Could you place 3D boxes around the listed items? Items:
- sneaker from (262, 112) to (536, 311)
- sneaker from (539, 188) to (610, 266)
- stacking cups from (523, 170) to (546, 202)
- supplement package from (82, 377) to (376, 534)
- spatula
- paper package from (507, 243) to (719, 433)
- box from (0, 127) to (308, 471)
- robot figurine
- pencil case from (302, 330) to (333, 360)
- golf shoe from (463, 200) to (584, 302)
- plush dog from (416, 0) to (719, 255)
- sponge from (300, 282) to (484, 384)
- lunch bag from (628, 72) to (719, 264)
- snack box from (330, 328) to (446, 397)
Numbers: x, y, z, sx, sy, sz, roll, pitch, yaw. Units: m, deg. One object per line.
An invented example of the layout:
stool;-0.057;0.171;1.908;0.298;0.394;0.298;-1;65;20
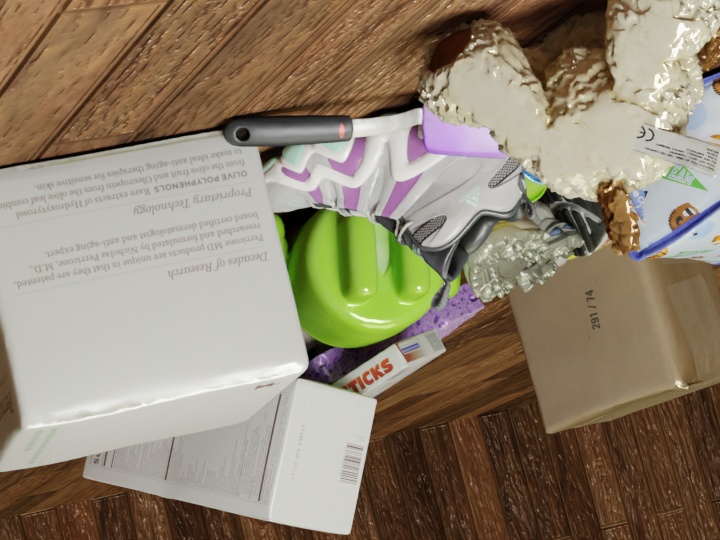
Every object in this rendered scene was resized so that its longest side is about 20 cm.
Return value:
sneaker;0.025;-0.036;1.521;0.199;0.141;0.078;-19;170;22
sneaker;0.202;-0.056;1.924;0.090;0.079;0.200;-22;177;-14
stacking cups;0.146;-0.093;1.631;0.060;0.061;0.200;-9;168;-30
supplement package;-0.105;0.133;1.755;0.199;0.115;0.109;9;174;37
spatula;0.008;-0.097;1.450;0.199;0.057;0.021;-5;-157;-16
paper package;0.240;0.034;2.081;0.103;0.201;0.190;-7;167;-42
box;-0.163;0.024;1.491;0.199;0.172;0.199;-12;170;-17
robot figurine;0.000;0.000;1.760;0.174;0.117;0.200;-4;171;-13
pencil case;-0.043;0.033;1.900;0.199;0.090;0.078;-24;160;-41
golf shoe;0.109;-0.032;1.794;0.078;0.097;0.200;-43;168;14
plush dog;0.156;-0.109;1.366;0.199;0.161;0.172;-19;-167;21
sponge;0.008;0.074;1.902;0.199;0.030;0.111;-24;170;-42
lunch bag;0.304;-0.091;1.718;0.200;0.124;0.170;-35;163;25
snack box;-0.022;0.110;1.822;0.200;0.024;0.072;-34;172;29
